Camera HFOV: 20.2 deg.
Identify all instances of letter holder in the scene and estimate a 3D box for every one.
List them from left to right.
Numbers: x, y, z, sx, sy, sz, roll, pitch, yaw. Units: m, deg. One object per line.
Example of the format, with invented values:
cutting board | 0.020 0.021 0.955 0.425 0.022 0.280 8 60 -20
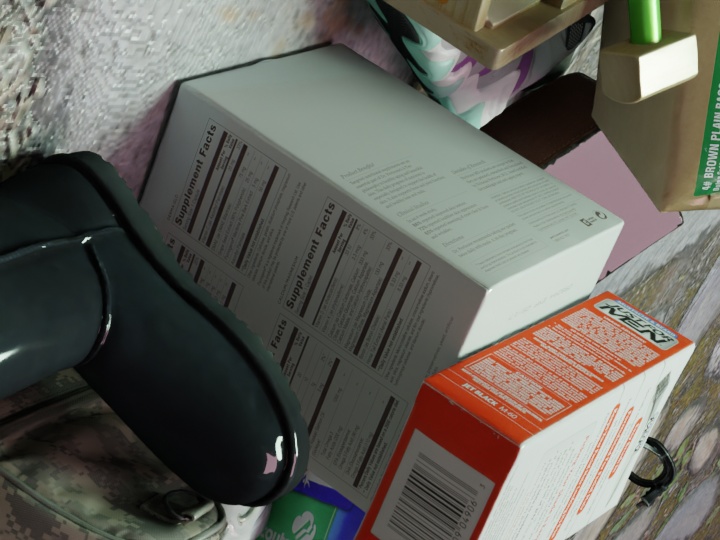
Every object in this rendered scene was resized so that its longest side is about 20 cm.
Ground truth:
letter holder | 0.080 -0.038 1.310 0.200 0.142 0.101 -34 123 -8

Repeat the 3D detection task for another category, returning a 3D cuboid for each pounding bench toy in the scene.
pounding bench toy | 0.101 -0.196 1.014 0.124 0.200 0.156 -33 149 -41

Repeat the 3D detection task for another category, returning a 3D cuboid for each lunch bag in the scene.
lunch bag | -0.166 0.157 0.990 0.139 0.168 0.200 -17 137 -58

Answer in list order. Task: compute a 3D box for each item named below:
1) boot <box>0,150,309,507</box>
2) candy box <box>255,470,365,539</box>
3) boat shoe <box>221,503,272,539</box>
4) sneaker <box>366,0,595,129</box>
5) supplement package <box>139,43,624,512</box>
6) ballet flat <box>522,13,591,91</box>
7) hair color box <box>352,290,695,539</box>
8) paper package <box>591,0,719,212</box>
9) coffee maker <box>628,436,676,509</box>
boot | -0.131 0.042 0.883 0.076 0.200 0.168 -41 171 33
candy box | -0.024 0.164 1.232 0.077 0.169 0.201 21 89 -37
boat shoe | -0.094 0.134 1.129 0.200 0.073 0.067 -61 158 -76
sneaker | 0.085 -0.157 1.163 0.140 0.078 0.200 -35 168 4
supplement package | 0.000 0.000 1.076 0.152 0.200 0.151 -23 141 -54
ballet flat | 0.123 -0.190 1.259 0.068 0.068 0.200 -23 141 -40
hair color box | 0.084 0.089 1.022 0.200 0.064 0.111 -19 137 -55
paper package | 0.203 -0.152 1.127 0.191 0.103 0.201 -103 -164 -68
coffee maker | 0.132 0.131 1.518 0.200 0.192 0.135 -40 160 -50
